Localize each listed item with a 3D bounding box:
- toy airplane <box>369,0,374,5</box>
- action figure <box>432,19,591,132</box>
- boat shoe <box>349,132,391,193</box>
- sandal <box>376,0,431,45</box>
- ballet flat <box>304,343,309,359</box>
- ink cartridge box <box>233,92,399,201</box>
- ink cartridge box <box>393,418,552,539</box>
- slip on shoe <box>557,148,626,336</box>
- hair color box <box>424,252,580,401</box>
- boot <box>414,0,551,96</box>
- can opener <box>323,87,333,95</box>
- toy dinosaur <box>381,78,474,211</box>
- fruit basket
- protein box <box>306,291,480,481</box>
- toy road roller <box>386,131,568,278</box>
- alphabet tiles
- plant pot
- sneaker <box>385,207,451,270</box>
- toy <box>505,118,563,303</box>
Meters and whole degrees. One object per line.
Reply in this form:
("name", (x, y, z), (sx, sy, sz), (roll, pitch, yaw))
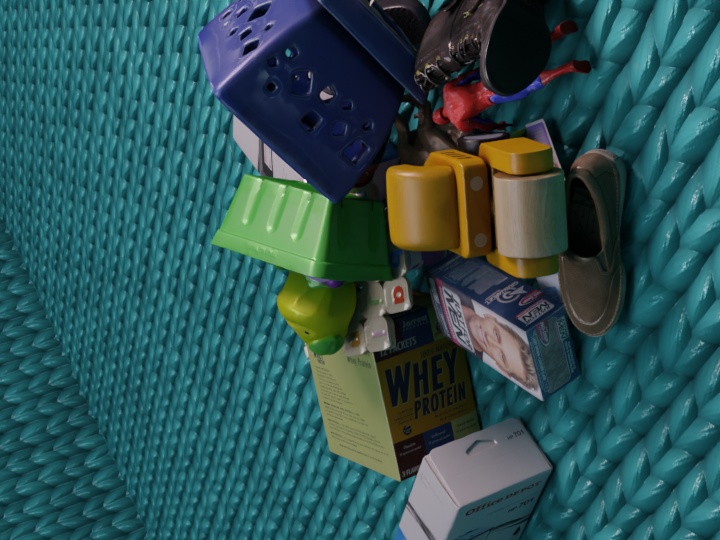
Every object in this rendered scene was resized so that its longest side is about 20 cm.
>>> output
("toy airplane", (0.022, -0.357, 1.391), (0.199, 0.198, 0.142), (49, 133, 39))
("action figure", (0.163, -0.195, 1.385), (0.199, 0.098, 0.066), (-22, 84, 42))
("boat shoe", (0.003, -0.176, 1.612), (0.201, 0.070, 0.063), (-78, -3, -50))
("sandal", (-0.003, -0.300, 1.584), (0.198, 0.043, 0.077), (8, 139, 27))
("ballet flat", (-0.046, 0.112, 1.965), (0.199, 0.066, 0.068), (-17, 92, 64))
("ink cartridge box", (-0.062, -0.164, 1.736), (0.201, 0.143, 0.085), (52, 148, 35))
("ink cartridge box", (0.135, 0.291, 1.634), (0.086, 0.145, 0.201), (56, 150, 31))
("slip on shoe", (0.230, -0.020, 1.334), (0.075, 0.060, 0.203), (19, 123, 30))
("hair color box", (0.160, 0.058, 1.518), (0.199, 0.060, 0.101), (32, 147, 52))
("boot", (0.115, -0.224, 1.335), (0.069, 0.202, 0.173), (33, 144, -22))
("can opener", (-0.054, -0.307, 1.735), (0.079, 0.063, 0.201), (63, -177, -57))
("toy dinosaur", (0.092, -0.136, 1.528), (0.200, 0.085, 0.137), (-36, 74, 58))
("fruit basket", (-0.065, 0.001, 1.565), (0.214, 0.154, 0.219), (-3, 86, 44))
("protein box", (0.039, 0.142, 1.742), (0.198, 0.134, 0.203), (9, 114, 61))
("toy road roller", (0.111, -0.064, 1.340), (0.200, 0.144, 0.125), (-147, 49, -68))
("alphabet tiles", (0.000, 0.000, 1.607), (0.195, 0.014, 0.203), (-17, 77, 54))
("plant pot", (-0.045, -0.228, 1.458), (0.200, 0.180, 0.201), (41, -167, -29))
("sneaker", (0.023, -0.037, 1.688), (0.200, 0.113, 0.074), (10, 117, 62))
("toy", (0.187, -0.054, 1.429), (0.115, 0.047, 0.203), (-12, 95, 65))
